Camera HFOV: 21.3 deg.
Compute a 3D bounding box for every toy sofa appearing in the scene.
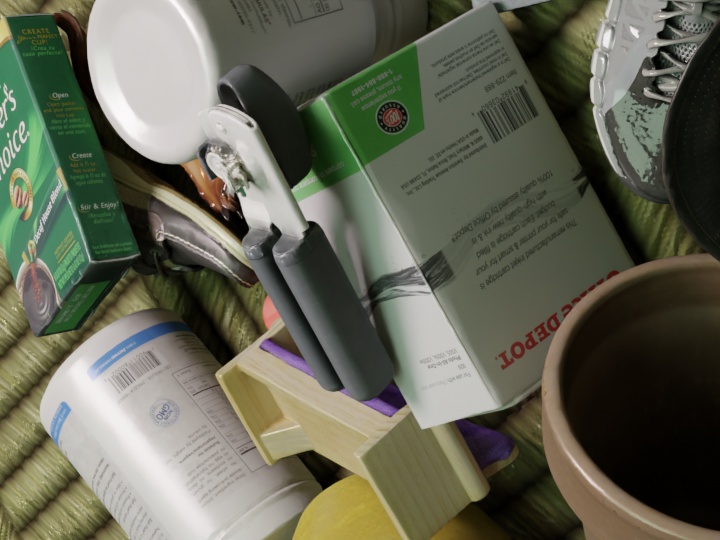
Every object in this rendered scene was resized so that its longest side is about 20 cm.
[{"bbox_3d":[0.002,0.090,1.216,0.200,0.097,0.083,22,147,57],"label":"toy sofa"}]

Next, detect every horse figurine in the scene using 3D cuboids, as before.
[{"bbox_3d":[-0.140,-0.128,1.349,0.199,0.050,0.133,22,115,34],"label":"horse figurine"}]

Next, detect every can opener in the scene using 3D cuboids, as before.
[{"bbox_3d":[-0.030,-0.016,1.050,0.052,0.066,0.201,15,137,49],"label":"can opener"}]

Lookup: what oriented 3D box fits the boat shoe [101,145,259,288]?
[{"bbox_3d":[-0.141,-0.025,1.362,0.200,0.072,0.066,31,86,39],"label":"boat shoe"}]

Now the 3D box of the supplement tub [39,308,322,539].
[{"bbox_3d":[-0.127,0.138,1.385,0.200,0.132,0.132,49,133,19],"label":"supplement tub"}]

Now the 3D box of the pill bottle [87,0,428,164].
[{"bbox_3d":[-0.056,-0.142,1.150,0.114,0.199,0.115,19,119,38],"label":"pill bottle"}]

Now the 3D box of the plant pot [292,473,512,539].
[{"bbox_3d":[0.026,0.214,1.247,0.201,0.199,0.142,-62,35,39],"label":"plant pot"}]

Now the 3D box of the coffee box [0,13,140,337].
[{"bbox_3d":[-0.228,-0.067,1.366,0.123,0.044,0.201,-43,62,49],"label":"coffee box"}]

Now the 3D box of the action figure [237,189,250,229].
[{"bbox_3d":[-0.073,-0.124,1.262,0.118,0.055,0.201,-35,76,7],"label":"action figure"}]

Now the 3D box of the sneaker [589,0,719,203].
[{"bbox_3d":[0.164,-0.129,0.978,0.116,0.074,0.201,-110,21,-80],"label":"sneaker"}]

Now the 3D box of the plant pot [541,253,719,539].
[{"bbox_3d":[0.191,0.119,1.045,0.200,0.200,0.175,36,147,29],"label":"plant pot"}]

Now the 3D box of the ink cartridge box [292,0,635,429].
[{"bbox_3d":[0.055,-0.030,1.105,0.084,0.146,0.201,-23,98,54],"label":"ink cartridge box"}]

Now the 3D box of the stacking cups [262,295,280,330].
[{"bbox_3d":[0.000,0.000,1.253,0.200,0.060,0.061,-33,83,46],"label":"stacking cups"}]

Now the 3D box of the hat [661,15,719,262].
[{"bbox_3d":[0.224,-0.086,0.945,0.081,0.199,0.202,-121,34,-55],"label":"hat"}]

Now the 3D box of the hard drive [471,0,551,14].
[{"bbox_3d":[0.099,-0.253,1.076,0.139,0.033,0.201,-7,102,45],"label":"hard drive"}]
